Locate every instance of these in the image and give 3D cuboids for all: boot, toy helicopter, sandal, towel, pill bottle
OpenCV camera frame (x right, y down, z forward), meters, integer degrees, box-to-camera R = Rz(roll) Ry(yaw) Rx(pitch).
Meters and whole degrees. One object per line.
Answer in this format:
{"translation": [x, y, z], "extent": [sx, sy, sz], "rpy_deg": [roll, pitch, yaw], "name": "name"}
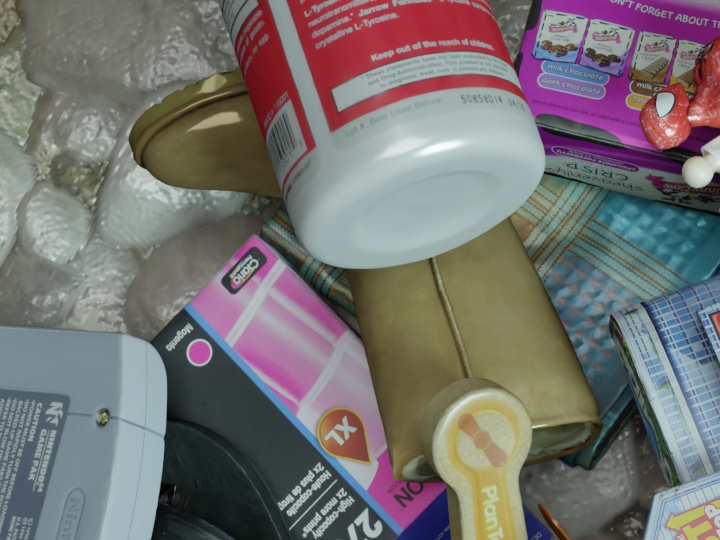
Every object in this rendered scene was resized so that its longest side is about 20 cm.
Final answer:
{"translation": [0.000, 0.000, 1.024], "extent": [0.174, 0.066, 0.201], "rpy_deg": [-13, 67, -8], "name": "boot"}
{"translation": [0.068, 0.138, 0.974], "extent": [0.131, 0.079, 0.201], "rpy_deg": [-14, 112, -15], "name": "toy helicopter"}
{"translation": [-0.058, 0.155, 1.019], "extent": [0.075, 0.048, 0.201], "rpy_deg": [-35, 74, 26], "name": "sandal"}
{"translation": [0.068, -0.016, 1.080], "extent": [0.199, 0.022, 0.147], "rpy_deg": [35, 81, 16], "name": "towel"}
{"translation": [-0.002, -0.112, 0.983], "extent": [0.112, 0.112, 0.201], "rpy_deg": [-20, 68, 2], "name": "pill bottle"}

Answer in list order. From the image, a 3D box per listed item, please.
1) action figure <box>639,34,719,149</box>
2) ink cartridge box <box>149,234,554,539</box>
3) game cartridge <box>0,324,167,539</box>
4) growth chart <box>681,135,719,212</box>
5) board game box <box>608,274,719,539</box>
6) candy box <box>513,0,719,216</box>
{"translation": [0.196, -0.121, 0.996], "extent": [0.200, 0.065, 0.052], "rpy_deg": [-44, 95, -14], "name": "action figure"}
{"translation": [-0.013, 0.085, 1.052], "extent": [0.095, 0.037, 0.200], "rpy_deg": [-46, 75, 2], "name": "ink cartridge box"}
{"translation": [-0.155, 0.125, 1.037], "extent": [0.132, 0.041, 0.201], "rpy_deg": [4, 73, 35], "name": "game cartridge"}
{"translation": [0.233, -0.016, 0.951], "extent": [0.144, 0.018, 0.200], "rpy_deg": [-24, 53, -16], "name": "growth chart"}
{"translation": [0.182, 0.084, 0.942], "extent": [0.199, 0.062, 0.201], "rpy_deg": [-19, 65, -1], "name": "board game box"}
{"translation": [0.155, -0.133, 1.069], "extent": [0.135, 0.061, 0.201], "rpy_deg": [14, 71, 10], "name": "candy box"}
